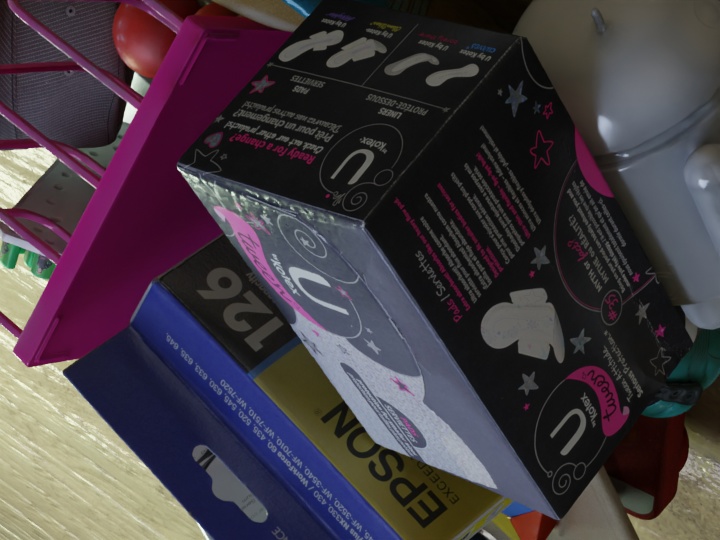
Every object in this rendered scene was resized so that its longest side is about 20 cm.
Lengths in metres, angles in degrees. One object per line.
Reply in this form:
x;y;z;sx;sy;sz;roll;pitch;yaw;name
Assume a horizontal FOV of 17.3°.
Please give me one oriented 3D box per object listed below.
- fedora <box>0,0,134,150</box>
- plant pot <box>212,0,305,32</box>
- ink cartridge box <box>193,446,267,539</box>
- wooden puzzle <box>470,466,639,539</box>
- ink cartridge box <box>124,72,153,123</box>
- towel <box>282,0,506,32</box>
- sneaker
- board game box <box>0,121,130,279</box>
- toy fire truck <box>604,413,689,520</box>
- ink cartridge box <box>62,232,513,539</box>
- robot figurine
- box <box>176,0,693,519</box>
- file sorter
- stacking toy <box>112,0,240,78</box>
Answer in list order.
-0.177;-0.140;1.393;0.090;0.200;0.177;7;-166;1;fedora
-0.085;-0.176;1.181;0.200;0.028;0.200;32;-165;-10;plant pot
-0.047;0.131;1.358;0.145;0.084;0.200;55;178;-41;ink cartridge box
0.080;0.152;1.359;0.185;0.046;0.200;10;145;40;wooden puzzle
-0.102;-0.076;1.545;0.200;0.057;0.163;46;158;-5;ink cartridge box
0.033;-0.110;1.153;0.200;0.147;0.022;42;117;-10;towel
0.152;0.036;1.258;0.200;0.121;0.084;-19;76;62;sneaker
-0.096;-0.018;1.412;0.200;0.200;0.026;20;116;4;board game box
0.112;0.065;1.423;0.200;0.112;0.168;26;132;29;toy fire truck
-0.008;0.056;1.169;0.198;0.200;0.047;45;147;15;ink cartridge box
0.136;-0.064;1.076;0.200;0.113;0.170;56;177;-36;robot figurine
0.034;-0.005;1.047;0.132;0.115;0.200;18;150;46;box
-0.130;-0.072;1.228;0.125;0.200;0.139;38;-159;22;file sorter
-0.051;-0.108;1.301;0.200;0.085;0.085;19;153;23;stacking toy
